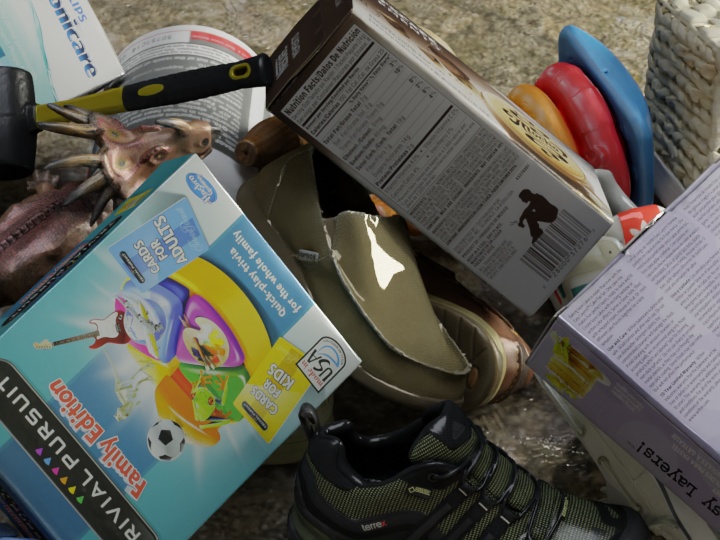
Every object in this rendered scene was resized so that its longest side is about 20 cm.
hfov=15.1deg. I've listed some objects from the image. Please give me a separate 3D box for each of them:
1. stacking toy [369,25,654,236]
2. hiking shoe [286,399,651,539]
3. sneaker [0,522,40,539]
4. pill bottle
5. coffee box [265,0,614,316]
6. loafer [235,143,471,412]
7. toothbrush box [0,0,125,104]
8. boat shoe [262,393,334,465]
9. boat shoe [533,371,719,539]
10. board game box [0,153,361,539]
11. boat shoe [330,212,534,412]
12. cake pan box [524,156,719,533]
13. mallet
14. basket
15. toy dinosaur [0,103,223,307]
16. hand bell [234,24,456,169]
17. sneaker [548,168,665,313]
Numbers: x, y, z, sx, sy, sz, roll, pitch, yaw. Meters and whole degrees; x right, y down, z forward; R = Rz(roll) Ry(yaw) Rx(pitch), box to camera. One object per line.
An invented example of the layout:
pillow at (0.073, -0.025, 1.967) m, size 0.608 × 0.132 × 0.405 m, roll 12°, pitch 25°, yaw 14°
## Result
stacking toy at (0.083, -0.059, 1.730) m, size 0.200 × 0.110 × 0.116 m, roll -23°, pitch 52°, yaw -14°
hiking shoe at (0.059, 0.124, 1.461) m, size 0.199 × 0.101 × 0.076 m, roll 6°, pitch 37°, yaw 4°
sneaker at (-0.187, 0.166, 1.403) m, size 0.074 × 0.082 × 0.200 m, roll -25°, pitch 43°, yaw -31°
pill bottle at (-0.113, -0.055, 1.684) m, size 0.113 × 0.114 × 0.200 m, roll 3°, pitch 36°, yaw 0°
coffee box at (0.044, -0.076, 1.590) m, size 0.200 × 0.080 × 0.113 m, roll 38°, pitch 14°, yaw -12°
loafer at (0.000, 0.000, 1.562) m, size 0.076 × 0.068 × 0.200 m, roll -1°, pitch 44°, yaw -51°
toothbrush box at (-0.271, -0.104, 1.699) m, size 0.200 × 0.085 × 0.146 m, roll -30°, pitch 3°, yaw -35°
boat shoe at (-0.114, 0.072, 1.552) m, size 0.199 × 0.063 × 0.073 m, roll -3°, pitch 37°, yaw -7°
boat shoe at (0.162, 0.114, 1.510) m, size 0.075 × 0.086 × 0.202 m, roll -29°, pitch 76°, yaw -43°
board game box at (-0.117, 0.060, 1.455) m, size 0.200 × 0.151 × 0.047 m, roll -45°, pitch 15°, yaw -24°
boat shoe at (0.022, 0.022, 1.635) m, size 0.200 × 0.072 × 0.067 m, roll 35°, pitch 21°, yaw 33°
cake pan box at (0.216, 0.047, 1.485) m, size 0.184 × 0.052 × 0.200 m, roll 41°, pitch 49°, yaw 8°
mallet at (-0.144, -0.109, 1.591) m, size 0.199 × 0.041 × 0.066 m, roll -17°, pitch 72°, yaw 21°
basket at (0.258, -0.100, 1.718) m, size 0.135 × 0.124 × 0.200 m, roll -1°, pitch 17°, yaw -7°
toy dinosaur at (-0.176, -0.019, 1.516) m, size 0.086 × 0.136 × 0.200 m, roll 38°, pitch 64°, yaw 4°
hand bell at (-0.019, -0.090, 1.699) m, size 0.104 × 0.104 × 0.200 m, roll 21°, pitch 22°, yaw 23°
sneaker at (0.166, 0.016, 1.622) m, size 0.070 × 0.094 × 0.200 m, roll -9°, pitch 37°, yaw -16°
